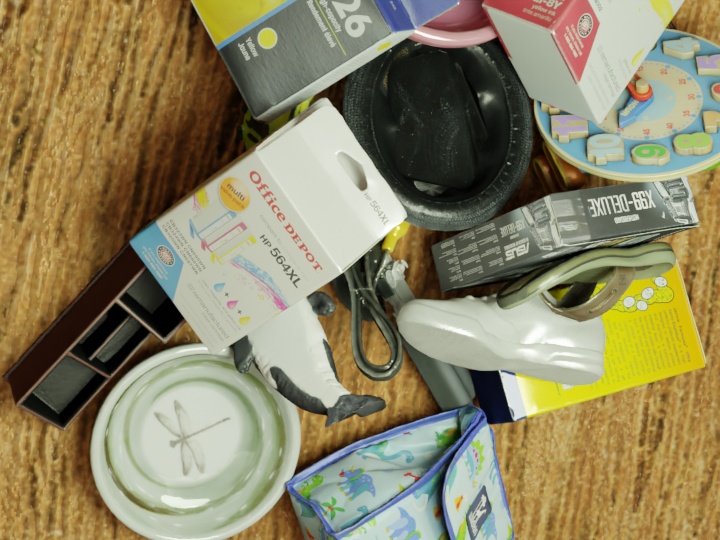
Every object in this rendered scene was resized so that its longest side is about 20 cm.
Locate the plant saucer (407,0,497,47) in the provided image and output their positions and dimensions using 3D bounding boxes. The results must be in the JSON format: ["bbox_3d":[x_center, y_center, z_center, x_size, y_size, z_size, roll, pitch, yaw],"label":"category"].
[{"bbox_3d":[0.068,-0.291,1.656,0.200,0.051,0.202,3,80,-18],"label":"plant saucer"}]

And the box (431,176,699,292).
[{"bbox_3d":[0.183,-0.032,1.702,0.157,0.200,0.050,-9,82,-32],"label":"box"}]

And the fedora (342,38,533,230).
[{"bbox_3d":[0.060,-0.126,1.696,0.200,0.092,0.202,4,76,-17],"label":"fedora"}]

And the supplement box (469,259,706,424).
[{"bbox_3d":[0.209,0.068,1.791,0.199,0.109,0.110,-15,87,-13],"label":"supplement box"}]

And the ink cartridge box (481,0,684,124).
[{"bbox_3d":[0.212,-0.255,1.640,0.200,0.083,0.145,-55,143,-13],"label":"ink cartridge box"}]

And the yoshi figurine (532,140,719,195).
[{"bbox_3d":[0.270,-0.115,1.756,0.199,0.112,0.112,-27,128,-10],"label":"yoshi figurine"}]

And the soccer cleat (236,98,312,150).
[{"bbox_3d":[-0.062,-0.165,1.682,0.083,0.065,0.201,-8,113,-32],"label":"soccer cleat"}]

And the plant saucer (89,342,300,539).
[{"bbox_3d":[-0.157,0.157,1.756,0.199,0.050,0.201,-5,108,-15],"label":"plant saucer"}]

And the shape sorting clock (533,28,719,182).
[{"bbox_3d":[0.255,-0.154,1.689,0.199,0.200,0.039,-24,137,-8],"label":"shape sorting clock"}]

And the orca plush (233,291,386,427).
[{"bbox_3d":[-0.042,0.082,1.703,0.105,0.200,0.071,-49,139,-11],"label":"orca plush"}]

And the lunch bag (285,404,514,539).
[{"bbox_3d":[0.053,0.242,1.800,0.199,0.127,0.171,-29,127,-19],"label":"lunch bag"}]

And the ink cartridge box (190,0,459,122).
[{"bbox_3d":[-0.049,-0.260,1.590,0.200,0.047,0.198,-31,83,17],"label":"ink cartridge box"}]

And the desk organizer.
[{"bbox_3d":[-0.226,0.057,1.690,0.072,0.077,0.200,42,91,-23],"label":"desk organizer"}]

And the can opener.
[{"bbox_3d":[0.046,0.057,1.795,0.066,0.053,0.200,-23,114,28],"label":"can opener"}]

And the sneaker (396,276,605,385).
[{"bbox_3d":[0.127,0.042,1.694,0.199,0.075,0.089,14,69,-17],"label":"sneaker"}]

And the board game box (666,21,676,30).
[{"bbox_3d":[0.237,-0.232,1.772,0.105,0.023,0.200,-36,113,-1],"label":"board game box"}]

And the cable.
[{"bbox_3d":[0.000,0.000,1.706,0.097,0.050,0.201,3,63,2],"label":"cable"}]

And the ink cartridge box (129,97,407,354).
[{"bbox_3d":[-0.071,-0.043,1.601,0.200,0.125,0.129,-33,96,38],"label":"ink cartridge box"}]

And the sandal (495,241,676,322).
[{"bbox_3d":[0.210,0.014,1.670,0.200,0.080,0.058,-8,82,-35],"label":"sandal"}]
